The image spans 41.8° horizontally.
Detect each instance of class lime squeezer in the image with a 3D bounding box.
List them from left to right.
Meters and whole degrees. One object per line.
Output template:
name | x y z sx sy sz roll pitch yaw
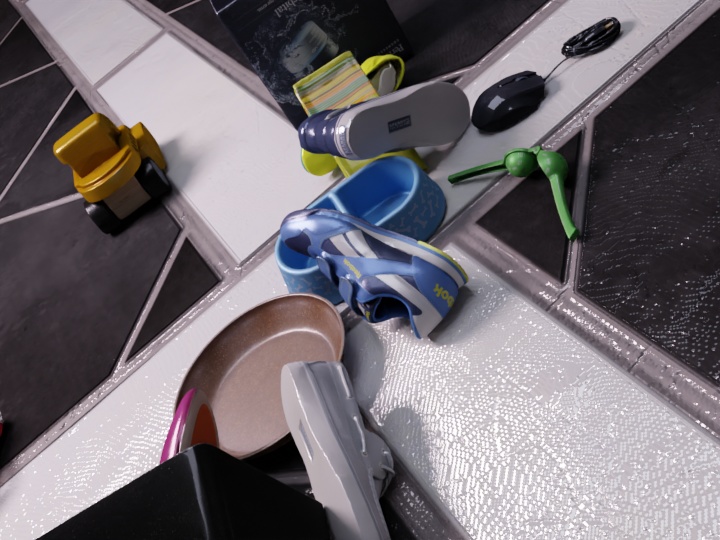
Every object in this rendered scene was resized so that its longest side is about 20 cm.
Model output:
lime squeezer | 0.166 -0.090 0.940 0.200 0.037 0.071 34 105 52

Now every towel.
towel | -0.004 -0.169 1.106 0.086 0.018 0.201 -34 61 6

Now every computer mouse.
computer mouse | 0.204 -0.224 1.049 0.199 0.034 0.059 -38 34 -3

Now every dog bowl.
dog bowl | -0.006 -0.046 1.000 0.199 0.050 0.112 -35 44 1

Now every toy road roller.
toy road roller | -0.371 -0.167 1.375 0.122 0.146 0.200 -34 35 2

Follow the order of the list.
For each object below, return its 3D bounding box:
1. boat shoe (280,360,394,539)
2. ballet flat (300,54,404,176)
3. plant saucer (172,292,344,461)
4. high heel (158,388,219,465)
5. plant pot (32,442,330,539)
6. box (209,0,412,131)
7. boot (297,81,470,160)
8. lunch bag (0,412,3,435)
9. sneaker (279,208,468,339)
boat shoe | -0.008 0.155 0.775 0.068 0.073 0.201 -8 41 -21
ballet flat | -0.005 -0.200 1.168 0.067 0.067 0.201 -6 42 49
plant saucer | -0.094 0.110 0.924 0.198 0.037 0.202 -23 37 18
high heel | -0.183 0.203 0.828 0.095 0.067 0.202 -5 65 25
plant pot | -0.115 0.263 0.635 0.198 0.200 0.179 -31 56 7
box | -0.067 -0.334 1.258 0.196 0.201 0.118 -34 34 4
boot | 0.028 -0.168 1.044 0.199 0.074 0.090 -17 19 -40
lunch bag | -0.500 0.236 1.088 0.174 0.082 0.201 -21 38 21
sneaker | 0.000 0.000 0.897 0.198 0.074 0.083 20 78 25
